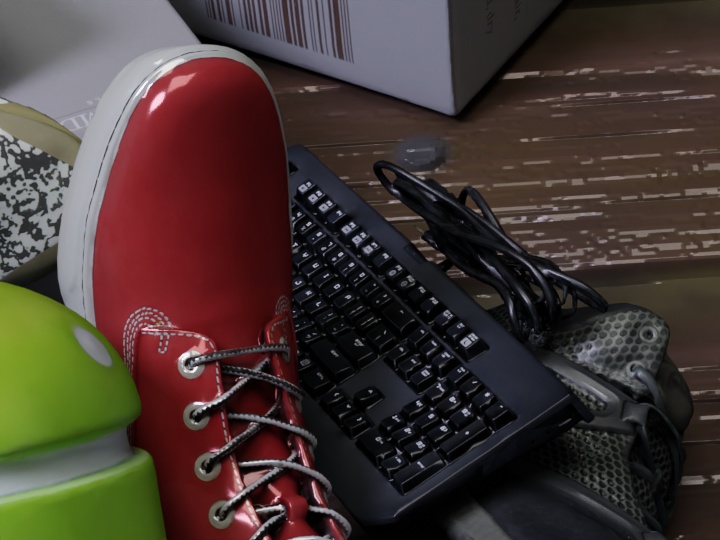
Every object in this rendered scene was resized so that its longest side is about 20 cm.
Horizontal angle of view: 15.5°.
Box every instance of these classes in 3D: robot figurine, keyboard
[{"bbox_3d":[-0.107,0.093,0.708,0.115,0.201,0.175,-10,3,-17],"label":"robot figurine"},{"bbox_3d":[0.000,0.000,0.833,0.104,0.040,0.200,-29,36,-13],"label":"keyboard"}]

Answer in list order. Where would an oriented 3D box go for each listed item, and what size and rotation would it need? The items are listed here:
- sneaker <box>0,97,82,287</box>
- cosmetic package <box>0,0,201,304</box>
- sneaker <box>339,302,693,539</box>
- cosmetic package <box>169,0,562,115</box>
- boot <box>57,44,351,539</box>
[{"bbox_3d":[-0.175,-0.012,0.816,0.199,0.077,0.089,-4,15,-14],"label":"sneaker"},{"bbox_3d":[-0.125,-0.069,0.979,0.106,0.090,0.200,-20,40,-20],"label":"cosmetic package"},{"bbox_3d":[0.076,0.072,0.799,0.114,0.076,0.199,-29,40,-14],"label":"sneaker"},{"bbox_3d":[0.014,-0.199,1.046,0.167,0.167,0.200,18,46,26],"label":"cosmetic package"},{"bbox_3d":[-0.026,0.045,0.736,0.072,0.201,0.144,-8,21,-29],"label":"boot"}]
